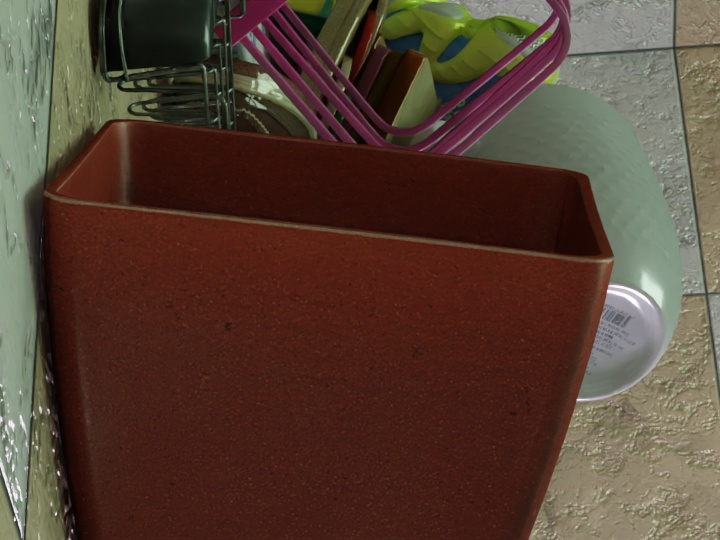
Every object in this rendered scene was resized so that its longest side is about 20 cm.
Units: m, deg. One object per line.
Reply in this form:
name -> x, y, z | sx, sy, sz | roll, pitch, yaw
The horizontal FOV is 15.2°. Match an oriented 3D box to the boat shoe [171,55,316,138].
boat shoe -> -0.060, -0.050, 1.432 | 0.202, 0.074, 0.075 | 61, 39, -72

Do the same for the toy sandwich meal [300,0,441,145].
toy sandwich meal -> -0.001, -0.084, 1.622 | 0.205, 0.070, 0.206 | 23, 90, -86

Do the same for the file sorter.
file sorter -> 0.027, -0.131, 1.378 | 0.126, 0.139, 0.200 | 50, 10, -6

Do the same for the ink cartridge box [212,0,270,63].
ink cartridge box -> -0.078, -0.182, 1.541 | 0.200, 0.040, 0.201 | 80, 7, -70

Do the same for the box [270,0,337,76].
box -> -0.049, -0.167, 1.741 | 0.200, 0.048, 0.118 | -94, -160, -54

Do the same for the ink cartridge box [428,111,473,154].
ink cartridge box -> 0.000, 0.000, 1.472 | 0.048, 0.200, 0.146 | 50, 7, -4

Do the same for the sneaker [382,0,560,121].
sneaker -> 0.038, -0.131, 1.759 | 0.075, 0.200, 0.106 | -3, 112, -45

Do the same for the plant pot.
plant pot -> -0.018, 0.052, 1.034 | 0.200, 0.198, 0.177 | -81, 177, -78

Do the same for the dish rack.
dish rack -> -0.078, -0.054, 1.220 | 0.154, 0.054, 0.201 | -86, 174, -62

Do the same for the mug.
mug -> 0.105, -0.020, 1.645 | 0.200, 0.148, 0.176 | 36, 21, -30
